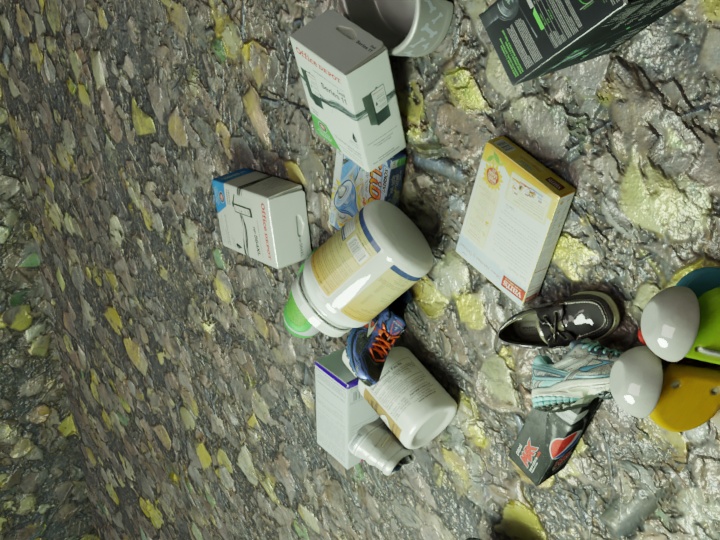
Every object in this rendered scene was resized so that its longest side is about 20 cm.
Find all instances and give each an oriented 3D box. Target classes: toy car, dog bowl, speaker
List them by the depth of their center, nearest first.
[{"bbox_3d":[0.387,0.083,1.123,0.150,0.174,0.201,-91,15,-53],"label":"toy car"},{"bbox_3d":[0.045,-0.401,1.387,0.200,0.059,0.201,30,131,41],"label":"dog bowl"},{"bbox_3d":[-0.084,0.042,1.801,0.089,0.088,0.200,53,144,21],"label":"speaker"}]

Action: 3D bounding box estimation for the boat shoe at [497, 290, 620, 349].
[{"bbox_3d":[0.269,0.077,1.341,0.200,0.065,0.072,-15,95,56],"label":"boat shoe"}]

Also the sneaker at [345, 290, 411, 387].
[{"bbox_3d":[0.033,0.099,1.600,0.078,0.201,0.075,-16,137,38],"label":"sneaker"}]

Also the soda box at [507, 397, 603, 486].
[{"bbox_3d":[0.284,0.222,1.407,0.071,0.063,0.201,46,141,29],"label":"soda box"}]

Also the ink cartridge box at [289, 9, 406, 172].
[{"bbox_3d":[-0.017,-0.271,1.470,0.147,0.083,0.200,41,159,36],"label":"ink cartridge box"}]

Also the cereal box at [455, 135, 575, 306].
[{"bbox_3d":[0.212,-0.067,1.361,0.144,0.039,0.201,44,140,32],"label":"cereal box"}]

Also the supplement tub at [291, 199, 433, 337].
[{"bbox_3d":[0.000,0.000,1.542,0.200,0.144,0.145,-40,73,24],"label":"supplement tub"}]

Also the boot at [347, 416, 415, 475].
[{"bbox_3d":[0.055,0.303,1.686,0.095,0.200,0.074,37,110,15],"label":"boot"}]

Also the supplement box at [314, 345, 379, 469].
[{"bbox_3d":[-0.016,0.252,1.811,0.103,0.101,0.201,31,132,42],"label":"supplement box"}]

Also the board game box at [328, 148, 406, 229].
[{"bbox_3d":[0.009,-0.133,1.612,0.135,0.034,0.201,39,137,36],"label":"board game box"}]

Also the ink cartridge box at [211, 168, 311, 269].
[{"bbox_3d":[-0.190,-0.103,1.864,0.200,0.084,0.147,21,125,49],"label":"ink cartridge box"}]

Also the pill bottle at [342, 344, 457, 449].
[{"bbox_3d":[0.061,0.196,1.658,0.200,0.114,0.115,48,142,27],"label":"pill bottle"}]

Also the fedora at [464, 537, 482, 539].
[{"bbox_3d":[0.251,0.514,1.596,0.200,0.091,0.201,31,132,42],"label":"fedora"}]

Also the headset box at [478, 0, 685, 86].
[{"bbox_3d":[0.253,-0.294,1.052,0.200,0.174,0.093,-31,84,57],"label":"headset box"}]

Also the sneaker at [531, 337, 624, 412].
[{"bbox_3d":[0.311,0.125,1.268,0.199,0.078,0.087,-17,69,28],"label":"sneaker"}]
